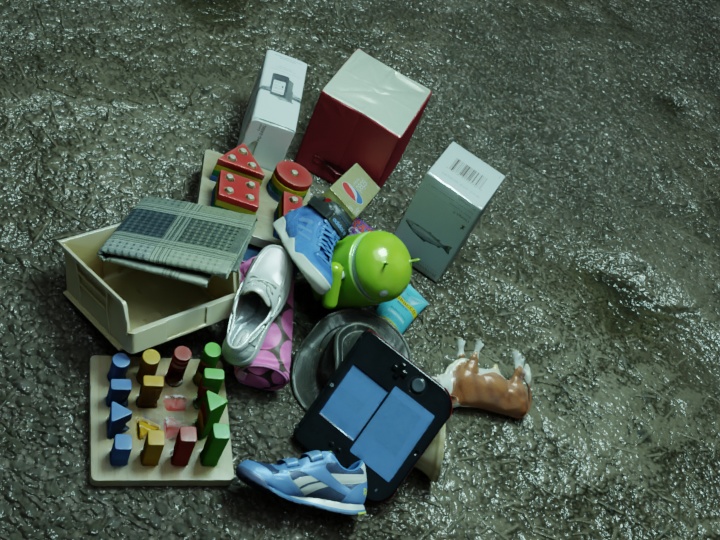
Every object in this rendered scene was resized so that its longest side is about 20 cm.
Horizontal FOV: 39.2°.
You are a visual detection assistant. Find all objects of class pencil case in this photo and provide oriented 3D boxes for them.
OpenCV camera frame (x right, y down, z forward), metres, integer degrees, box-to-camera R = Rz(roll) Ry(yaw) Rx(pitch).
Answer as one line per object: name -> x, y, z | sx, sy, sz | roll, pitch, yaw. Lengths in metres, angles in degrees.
pencil case -> -0.152, 0.079, 1.557 | 0.093, 0.091, 0.202 | 14, 59, -30

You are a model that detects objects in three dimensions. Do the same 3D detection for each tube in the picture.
tube -> 0.049, 0.085, 1.700 | 0.078, 0.050, 0.200 | 47, 42, -8

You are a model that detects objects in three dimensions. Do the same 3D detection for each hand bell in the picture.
hand bell -> 0.022, 0.254, 1.526 | 0.197, 0.105, 0.105 | 8, 47, -2

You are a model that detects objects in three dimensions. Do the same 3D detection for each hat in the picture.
hat -> -0.010, 0.142, 1.554 | 0.198, 0.081, 0.203 | 2, 67, -5

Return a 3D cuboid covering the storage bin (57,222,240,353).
storage bin -> -0.314, 0.014, 1.514 | 0.199, 0.095, 0.198 | -20, 43, -38

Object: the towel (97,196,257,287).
towel -> -0.265, -0.045, 1.512 | 0.197, 0.035, 0.193 | 10, 30, 5

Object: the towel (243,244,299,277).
towel -> -0.193, -0.041, 1.691 | 0.199, 0.049, 0.112 | 36, 46, 8

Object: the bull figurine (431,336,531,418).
bull figurine -> 0.195, 0.179, 1.658 | 0.198, 0.065, 0.123 | 17, 79, -21

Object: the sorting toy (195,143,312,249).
sorting toy -> -0.170, -0.131, 1.706 | 0.198, 0.070, 0.200 | 18, 37, -17

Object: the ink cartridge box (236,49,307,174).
ink cartridge box -> -0.165, -0.276, 1.837 | 0.082, 0.146, 0.202 | 18, 46, -13

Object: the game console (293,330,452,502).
game console -> 0.020, 0.216, 1.481 | 0.176, 0.201, 0.031 | 36, 4, 8

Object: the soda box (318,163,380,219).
soda box -> -0.027, -0.122, 1.747 | 0.068, 0.064, 0.200 | 46, 22, -4

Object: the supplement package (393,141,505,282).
supplement package -> 0.150, -0.102, 1.795 | 0.116, 0.201, 0.118 | 33, 45, 6

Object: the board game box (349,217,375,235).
board game box -> -0.022, -0.045, 1.790 | 0.199, 0.032, 0.120 | 37, 42, 8

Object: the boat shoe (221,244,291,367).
boat shoe -> -0.149, 0.042, 1.492 | 0.070, 0.070, 0.202 | 16, 64, 3

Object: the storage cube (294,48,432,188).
storage cube -> 0.005, -0.271, 1.889 | 0.170, 0.180, 0.201 | 31, 46, 3

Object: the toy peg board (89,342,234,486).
toy peg board -> -0.274, 0.189, 1.420 | 0.197, 0.098, 0.202 | 5, 49, -21

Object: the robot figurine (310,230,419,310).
robot figurine -> 0.000, 0.000, 1.636 | 0.174, 0.199, 0.117 | -11, 89, -45

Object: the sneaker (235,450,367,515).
sneaker -> -0.080, 0.289, 1.427 | 0.198, 0.074, 0.083 | 18, 77, -20

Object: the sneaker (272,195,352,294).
sneaker -> -0.058, -0.049, 1.553 | 0.111, 0.077, 0.200 | -35, 33, 0
